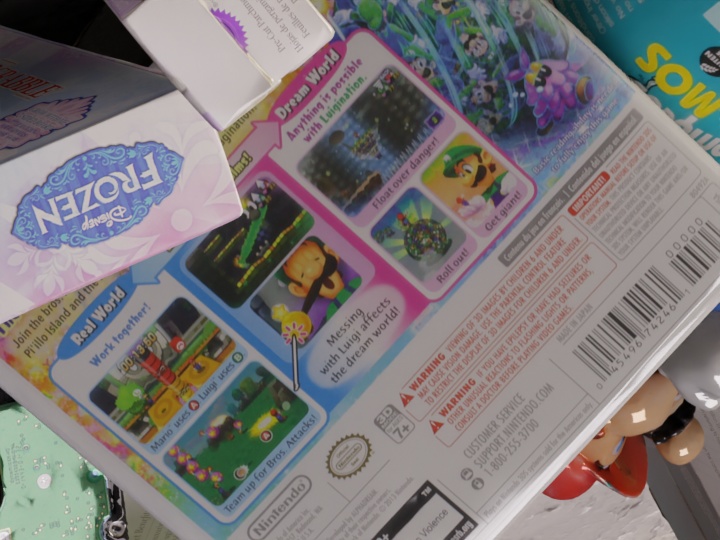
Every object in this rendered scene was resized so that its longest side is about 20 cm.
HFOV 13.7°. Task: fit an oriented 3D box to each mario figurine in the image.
[{"bbox_3d":[0.137,0.027,1.211,0.123,0.106,0.200,1,139,-43],"label":"mario figurine"}]

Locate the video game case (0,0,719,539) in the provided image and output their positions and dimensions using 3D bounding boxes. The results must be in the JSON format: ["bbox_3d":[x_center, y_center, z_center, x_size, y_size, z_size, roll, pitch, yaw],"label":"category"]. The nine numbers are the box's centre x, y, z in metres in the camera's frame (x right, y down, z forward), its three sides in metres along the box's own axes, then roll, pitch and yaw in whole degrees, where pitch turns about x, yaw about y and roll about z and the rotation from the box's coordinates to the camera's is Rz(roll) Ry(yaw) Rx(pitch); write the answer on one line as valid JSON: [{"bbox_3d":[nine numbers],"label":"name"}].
[{"bbox_3d":[0.000,0.000,0.931,0.182,0.024,0.200,41,96,-15],"label":"video game case"}]

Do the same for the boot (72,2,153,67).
[{"bbox_3d":[-0.027,-0.005,1.016,0.078,0.200,0.138,-56,-171,-20],"label":"boot"}]

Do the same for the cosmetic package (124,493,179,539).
[{"bbox_3d":[-0.044,0.048,1.131,0.199,0.071,0.102,-10,148,-27],"label":"cosmetic package"}]

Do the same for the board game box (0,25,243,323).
[{"bbox_3d":[-0.158,-0.008,0.830,0.199,0.200,0.041,-24,108,-17],"label":"board game box"}]

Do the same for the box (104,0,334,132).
[{"bbox_3d":[-0.054,-0.085,0.799,0.039,0.200,0.041,-39,113,0],"label":"box"}]

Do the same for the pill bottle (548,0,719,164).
[{"bbox_3d":[0.097,-0.081,0.987,0.110,0.111,0.200,4,148,-42],"label":"pill bottle"}]

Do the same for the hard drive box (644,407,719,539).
[{"bbox_3d":[0.239,0.083,1.329,0.199,0.156,0.077,-20,150,-11],"label":"hard drive box"}]

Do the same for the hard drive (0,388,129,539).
[{"bbox_3d":[-0.150,0.056,0.989,0.139,0.038,0.201,-14,112,-20],"label":"hard drive"}]
